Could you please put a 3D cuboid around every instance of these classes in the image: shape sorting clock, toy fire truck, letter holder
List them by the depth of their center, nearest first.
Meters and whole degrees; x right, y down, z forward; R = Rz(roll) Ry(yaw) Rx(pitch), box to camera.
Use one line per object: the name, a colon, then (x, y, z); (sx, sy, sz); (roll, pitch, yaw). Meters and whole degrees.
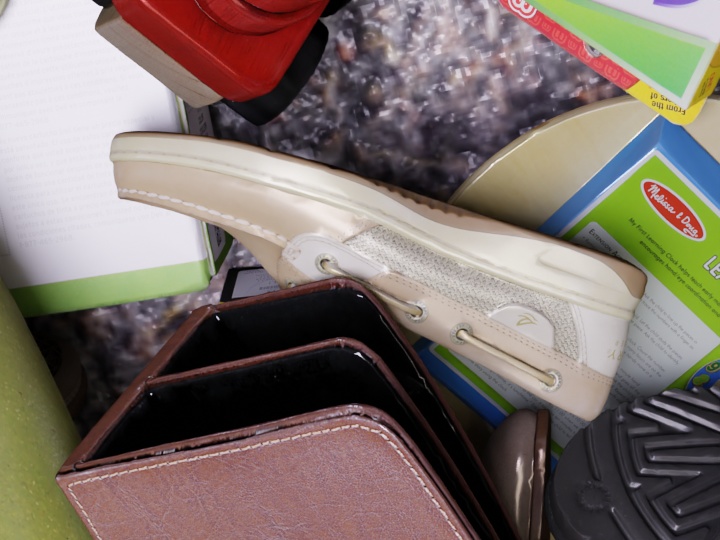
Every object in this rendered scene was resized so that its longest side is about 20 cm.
toy fire truck: (-0.011, -0.156, 0.639); (0.128, 0.200, 0.177); (37, 73, -19)
letter holder: (0.018, 0.110, 0.669); (0.141, 0.101, 0.201); (-13, 114, 35)
shape sorting clock: (0.111, 0.023, 0.778); (0.198, 0.039, 0.202); (-2, 120, -3)

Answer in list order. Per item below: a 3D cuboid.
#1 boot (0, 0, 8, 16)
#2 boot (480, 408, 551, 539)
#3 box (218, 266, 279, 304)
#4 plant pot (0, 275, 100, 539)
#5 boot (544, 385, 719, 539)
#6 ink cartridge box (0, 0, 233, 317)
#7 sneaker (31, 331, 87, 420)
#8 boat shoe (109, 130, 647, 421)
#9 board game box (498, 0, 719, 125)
boot: (-0.150, -0.148, 0.630); (0.071, 0.155, 0.202); (4, 116, -2)
boot: (0.001, 0.128, 0.793); (0.145, 0.070, 0.202); (8, 125, 10)
box: (0.034, 0.088, 0.852); (0.158, 0.049, 0.202); (-7, 113, 3)
plant pot: (-0.174, 0.069, 0.691); (0.185, 0.187, 0.202); (-14, 79, 8)
boot: (0.150, 0.125, 0.777); (0.209, 0.080, 0.159); (-4, 135, -24)
ink cartridge box: (-0.140, -0.087, 0.770); (0.146, 0.076, 0.202); (-8, 104, 6)
sneaker: (-0.185, 0.098, 0.865); (0.199, 0.071, 0.076); (-30, 126, 20)
boat shoe: (0.000, 0.000, 0.708); (0.198, 0.072, 0.066); (18, 93, 0)
board game box: (0.108, -0.147, 0.666); (0.095, 0.030, 0.201); (37, 133, 19)
